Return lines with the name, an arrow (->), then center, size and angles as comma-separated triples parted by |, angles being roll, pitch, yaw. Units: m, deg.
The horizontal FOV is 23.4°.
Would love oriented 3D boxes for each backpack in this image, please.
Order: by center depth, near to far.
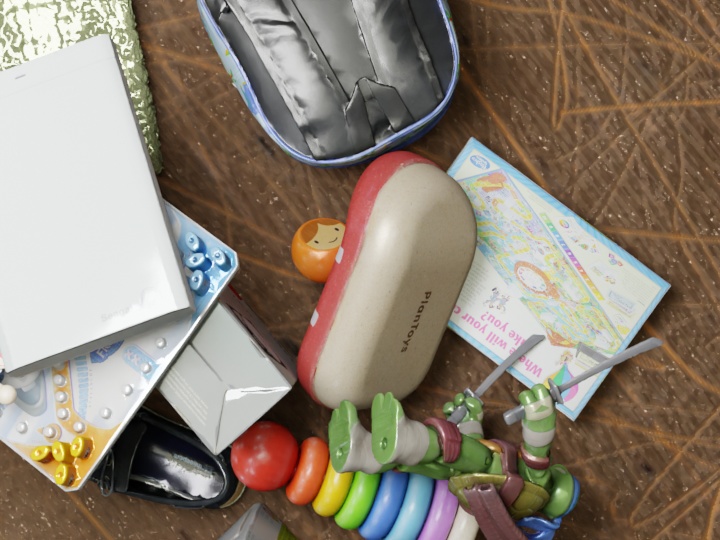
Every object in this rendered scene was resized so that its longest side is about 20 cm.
backpack -> -0.018, -0.183, 1.341 | 0.182, 0.147, 0.201 | -25, 87, -1

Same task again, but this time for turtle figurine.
turtle figurine -> 0.085, 0.103, 1.291 | 0.192, 0.144, 0.202 | 10, 107, -29

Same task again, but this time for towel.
towel -> -0.241, -0.160, 1.388 | 0.147, 0.036, 0.202 | -14, 97, -1

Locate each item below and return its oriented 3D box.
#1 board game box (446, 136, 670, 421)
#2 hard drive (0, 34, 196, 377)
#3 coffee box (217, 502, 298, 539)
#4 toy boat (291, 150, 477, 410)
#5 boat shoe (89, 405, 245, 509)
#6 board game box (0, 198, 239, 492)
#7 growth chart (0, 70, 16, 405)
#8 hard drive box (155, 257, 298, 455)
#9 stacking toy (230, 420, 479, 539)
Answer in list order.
board game box -> 0.129, 0.007, 1.398 | 0.199, 0.034, 0.135 | 37, 90, 0
hard drive -> -0.201, -0.045, 1.172 | 0.131, 0.026, 0.202 | -20, 75, 4
coffee box -> -0.084, 0.327, 1.316 | 0.200, 0.200, 0.198 | -45, 91, 0
toy boat -> 0.000, 0.000, 1.335 | 0.130, 0.130, 0.201 | 32, 110, 32
boat shoe -> -0.187, 0.142, 1.385 | 0.198, 0.062, 0.075 | 18, 92, 1
board game box -> -0.217, 0.015, 1.206 | 0.199, 0.026, 0.201 | 35, 87, 14
growth chart -> -0.251, -0.027, 1.198 | 0.144, 0.018, 0.201 | 26, 83, 13
hard drive box -> -0.124, 0.048, 1.315 | 0.077, 0.200, 0.156 | -40, 91, 0
stacking toy -> -0.006, 0.167, 1.361 | 0.198, 0.085, 0.086 | 22, 90, -8
